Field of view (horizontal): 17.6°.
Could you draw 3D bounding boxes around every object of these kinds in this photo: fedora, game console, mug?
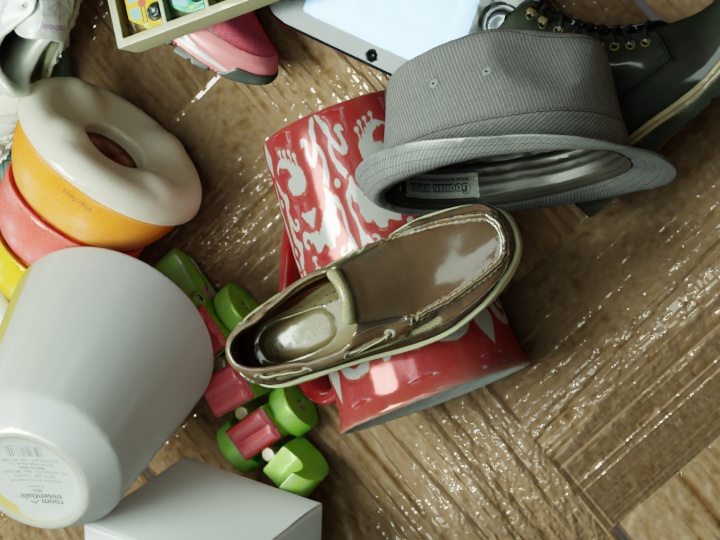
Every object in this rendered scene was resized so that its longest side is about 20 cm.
[{"bbox_3d":[0.092,-0.094,1.431,0.198,0.176,0.091,-10,77,28],"label":"fedora"},{"bbox_3d":[0.038,-0.218,1.554,0.199,0.031,0.178,26,113,16],"label":"game console"},{"bbox_3d":[-0.200,0.100,1.556,0.149,0.154,0.187,35,130,-9],"label":"mug"},{"bbox_3d":[-0.002,-0.001,1.553,0.176,0.133,0.202,-22,84,20],"label":"mug"}]

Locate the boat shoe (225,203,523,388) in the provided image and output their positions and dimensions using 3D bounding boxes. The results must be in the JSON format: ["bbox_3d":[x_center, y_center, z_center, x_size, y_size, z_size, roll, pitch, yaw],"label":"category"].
[{"bbox_3d":[0.006,0.020,1.444,0.201,0.075,0.075,-30,77,16],"label":"boat shoe"}]

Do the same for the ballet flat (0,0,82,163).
[{"bbox_3d":[-0.240,-0.157,1.634,0.071,0.072,0.201,29,102,16],"label":"ballet flat"}]

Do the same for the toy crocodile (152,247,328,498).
[{"bbox_3d":[-0.090,0.076,1.628,0.067,0.062,0.201,-34,82,21],"label":"toy crocodile"}]

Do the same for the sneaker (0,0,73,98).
[{"bbox_3d":[-0.214,-0.209,1.556,0.099,0.075,0.201,39,115,31],"label":"sneaker"}]

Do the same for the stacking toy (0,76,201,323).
[{"bbox_3d":[-0.217,-0.022,1.631,0.146,0.146,0.200,43,113,12],"label":"stacking toy"}]

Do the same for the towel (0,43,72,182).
[{"bbox_3d":[-0.272,-0.108,1.705,0.145,0.022,0.202,-3,92,21],"label":"towel"}]

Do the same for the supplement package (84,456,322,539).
[{"bbox_3d":[-0.106,0.252,1.588,0.120,0.120,0.202,16,117,29],"label":"supplement package"}]

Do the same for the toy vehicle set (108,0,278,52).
[{"bbox_3d":[-0.126,-0.260,1.557,0.123,0.026,0.202,-18,80,26],"label":"toy vehicle set"}]

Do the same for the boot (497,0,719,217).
[{"bbox_3d":[0.164,-0.148,1.483,0.138,0.077,0.200,42,108,-2],"label":"boot"}]

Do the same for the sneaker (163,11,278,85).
[{"bbox_3d":[-0.113,-0.217,1.593,0.087,0.074,0.201,-43,77,29],"label":"sneaker"}]
